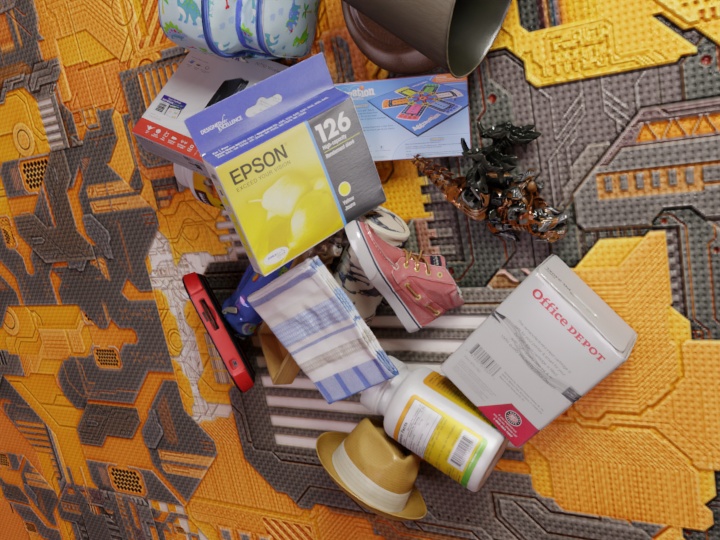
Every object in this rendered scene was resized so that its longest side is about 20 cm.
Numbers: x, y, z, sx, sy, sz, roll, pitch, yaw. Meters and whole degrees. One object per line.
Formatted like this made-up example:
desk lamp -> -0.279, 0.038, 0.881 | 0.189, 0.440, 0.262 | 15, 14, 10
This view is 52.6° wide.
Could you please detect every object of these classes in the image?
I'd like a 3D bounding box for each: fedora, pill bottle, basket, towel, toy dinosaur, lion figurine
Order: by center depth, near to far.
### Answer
basket -> 0.055, -0.334, 0.796 | 0.199, 0.136, 0.181 | 32, 126, 24
toy dinosaur -> 0.156, -0.098, 0.882 | 0.199, 0.102, 0.136 | 8, 134, 3
lion figurine -> -0.103, -0.079, 0.945 | 0.123, 0.199, 0.072 | -67, 28, 15
towel -> -0.053, 0.086, 0.983 | 0.147, 0.024, 0.200 | -28, 103, 37
pill bottle -> 0.103, 0.204, 1.011 | 0.199, 0.111, 0.112 | 30, 121, 21
fedora -> 0.030, 0.271, 1.049 | 0.200, 0.200, 0.082 | 33, 100, 19
pill bottle -> -0.175, -0.137, 1.069 | 0.199, 0.109, 0.110 | 19, 116, 26

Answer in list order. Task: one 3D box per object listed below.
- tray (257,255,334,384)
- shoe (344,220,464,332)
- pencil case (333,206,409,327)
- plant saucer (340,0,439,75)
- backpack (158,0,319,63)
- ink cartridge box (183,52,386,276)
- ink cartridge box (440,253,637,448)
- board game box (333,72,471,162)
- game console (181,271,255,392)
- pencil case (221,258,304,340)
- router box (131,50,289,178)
tray -> -0.092, 0.068, 1.065 | 0.200, 0.037, 0.099 | -59, 41, 37
shoe -> 0.061, -0.006, 0.938 | 0.091, 0.072, 0.200 | -28, 128, 10
pencil case -> 0.000, 0.000, 1.023 | 0.089, 0.078, 0.201 | 19, 121, -6
plant saucer -> 0.051, -0.343, 0.896 | 0.199, 0.037, 0.202 | 12, 112, 30
backpack -> -0.144, -0.355, 0.916 | 0.146, 0.200, 0.184 | 23, 117, 25
ink cartridge box -> -0.080, -0.128, 0.875 | 0.047, 0.197, 0.201 | 24, 141, 54
ink cartridge box -> 0.220, 0.101, 0.914 | 0.145, 0.083, 0.200 | 46, 125, 11
board game box -> 0.040, -0.192, 0.930 | 0.199, 0.019, 0.104 | -1, 108, 15
game console -> -0.223, 0.096, 1.166 | 0.201, 0.031, 0.177 | 63, 171, -1
pencil case -> -0.147, 0.016, 1.122 | 0.200, 0.087, 0.078 | -53, 59, 33
router box -> -0.185, -0.217, 1.009 | 0.199, 0.180, 0.049 | 23, 162, 20
